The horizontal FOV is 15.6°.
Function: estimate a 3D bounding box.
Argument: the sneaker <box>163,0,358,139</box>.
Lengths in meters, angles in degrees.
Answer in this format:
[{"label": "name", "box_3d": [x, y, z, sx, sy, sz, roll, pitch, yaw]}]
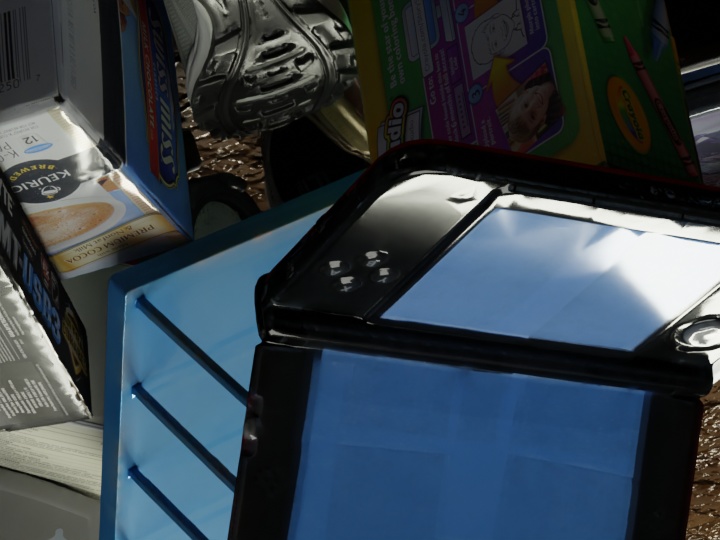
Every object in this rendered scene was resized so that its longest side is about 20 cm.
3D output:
[{"label": "sneaker", "box_3d": [-0.050, -0.125, 1.057, 0.074, 0.080, 0.201, -19, 147, -1]}]

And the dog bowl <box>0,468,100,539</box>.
[{"label": "dog bowl", "box_3d": [-0.179, 0.156, 1.291, 0.199, 0.059, 0.200, 12, 156, 6]}]

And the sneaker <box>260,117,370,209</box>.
[{"label": "sneaker", "box_3d": [0.000, 0.000, 1.210, 0.075, 0.200, 0.082, -35, 143, -5]}]

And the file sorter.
[{"label": "file sorter", "box_3d": [-0.021, 0.088, 1.112, 0.138, 0.123, 0.201, -23, 137, -32]}]

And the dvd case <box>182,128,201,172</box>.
[{"label": "dvd case", "box_3d": [-0.186, -0.023, 1.209, 0.199, 0.025, 0.150, -17, -176, 14]}]

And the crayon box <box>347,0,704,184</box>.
[{"label": "crayon box", "box_3d": [0.057, -0.094, 1.022, 0.058, 0.201, 0.119, 15, 146, -38]}]

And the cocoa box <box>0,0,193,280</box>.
[{"label": "cocoa box", "box_3d": [-0.185, -0.067, 1.073, 0.199, 0.134, 0.131, -15, 151, 14]}]

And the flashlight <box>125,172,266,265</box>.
[{"label": "flashlight", "box_3d": [-0.129, 0.002, 1.269, 0.199, 0.068, 0.068, -14, -171, 44]}]

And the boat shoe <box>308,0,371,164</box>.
[{"label": "boat shoe", "box_3d": [0.042, -0.065, 1.191, 0.067, 0.072, 0.200, -28, 132, 25]}]

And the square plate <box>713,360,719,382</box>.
[{"label": "square plate", "box_3d": [0.210, 0.008, 1.339, 0.198, 0.028, 0.200, -39, 176, -38]}]

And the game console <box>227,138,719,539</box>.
[{"label": "game console", "box_3d": [0.067, 0.053, 0.957, 0.199, 0.119, 0.172, 8, 149, -28]}]

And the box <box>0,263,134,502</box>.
[{"label": "box", "box_3d": [-0.131, 0.063, 1.230, 0.094, 0.078, 0.200, 13, 159, 0]}]

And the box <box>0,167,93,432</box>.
[{"label": "box", "box_3d": [-0.223, 0.015, 1.022, 0.197, 0.050, 0.200, -9, 151, 6]}]

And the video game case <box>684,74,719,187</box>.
[{"label": "video game case", "box_3d": [0.177, -0.065, 1.261, 0.199, 0.019, 0.142, -16, 163, 39]}]

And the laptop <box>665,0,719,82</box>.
[{"label": "laptop", "box_3d": [0.182, -0.099, 1.155, 0.186, 0.200, 0.116, -16, 119, 14]}]
